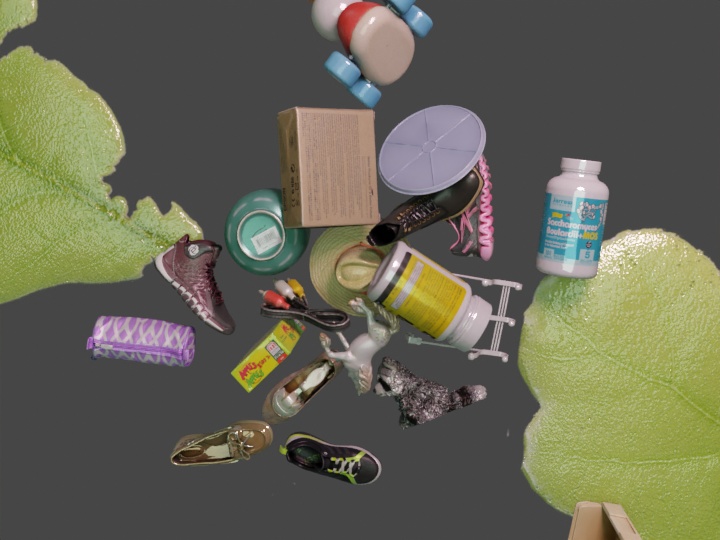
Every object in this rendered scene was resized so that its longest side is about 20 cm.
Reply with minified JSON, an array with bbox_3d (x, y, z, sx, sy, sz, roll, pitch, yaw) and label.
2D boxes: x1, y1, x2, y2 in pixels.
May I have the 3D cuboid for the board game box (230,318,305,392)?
[{"bbox_3d":[-0.161,0.141,1.534,0.101,0.200,0.048,-43,93,8],"label":"board game box"}]

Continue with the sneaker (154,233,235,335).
[{"bbox_3d":[-0.279,0.016,1.591,0.115,0.076,0.200,-44,92,5],"label":"sneaker"}]

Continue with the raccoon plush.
[{"bbox_3d":[0.121,0.206,1.602,0.197,0.097,0.136,-16,83,-23],"label":"raccoon plush"}]

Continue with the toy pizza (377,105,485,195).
[{"bbox_3d":[0.124,-0.206,1.497,0.198,0.202,0.032,-27,138,8],"label":"toy pizza"}]

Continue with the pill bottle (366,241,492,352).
[{"bbox_3d":[0.120,0.048,1.480,0.198,0.114,0.115,32,99,-6],"label":"pill bottle"}]

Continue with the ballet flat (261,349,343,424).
[{"bbox_3d":[-0.114,0.221,1.610,0.200,0.067,0.068,-44,93,9],"label":"ballet flat"}]

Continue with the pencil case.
[{"bbox_3d":[-0.407,0.133,1.609,0.196,0.086,0.086,4,97,3],"label":"pencil case"}]

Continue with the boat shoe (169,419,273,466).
[{"bbox_3d":[-0.263,0.338,1.638,0.197,0.063,0.074,-16,96,6],"label":"boat shoe"}]

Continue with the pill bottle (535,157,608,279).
[{"bbox_3d":[0.373,-0.093,1.510,0.109,0.111,0.204,6,98,3],"label":"pill bottle"}]

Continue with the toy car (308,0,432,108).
[{"bbox_3d":[-0.014,-0.424,1.491,0.200,0.176,0.185,41,96,26],"label":"toy car"}]

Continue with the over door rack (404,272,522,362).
[{"bbox_3d":[0.186,0.080,1.570,0.196,0.067,0.150,11,98,2],"label":"over door rack"}]

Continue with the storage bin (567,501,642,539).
[{"bbox_3d":[0.435,0.547,1.549,0.092,0.200,0.202,10,99,1],"label":"storage bin"}]

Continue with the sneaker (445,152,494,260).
[{"bbox_3d":[0.190,-0.117,1.545,0.094,0.079,0.204,-1,97,16],"label":"sneaker"}]

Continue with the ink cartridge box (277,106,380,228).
[{"bbox_3d":[-0.055,-0.177,1.498,0.163,0.075,0.204,-4,91,-35],"label":"ink cartridge box"}]

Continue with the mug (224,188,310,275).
[{"bbox_3d":[-0.165,-0.083,1.547,0.150,0.114,0.188,16,99,2],"label":"mug"}]

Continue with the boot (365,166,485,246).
[{"bbox_3d":[0.112,-0.102,1.478,0.199,0.138,0.078,-35,89,33],"label":"boot"}]

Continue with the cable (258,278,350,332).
[{"bbox_3d":[-0.107,0.064,1.526,0.096,0.199,0.051,-26,121,-34],"label":"cable"}]

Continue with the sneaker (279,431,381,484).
[{"bbox_3d":[-0.058,0.365,1.618,0.197,0.083,0.073,14,99,2],"label":"sneaker"}]

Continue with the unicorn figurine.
[{"bbox_3d":[-0.002,0.138,1.550,0.137,0.074,0.200,44,123,1],"label":"unicorn figurine"}]

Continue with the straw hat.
[{"bbox_3d":[0.000,0.000,1.561,0.197,0.085,0.205,1,97,4],"label":"straw hat"}]
